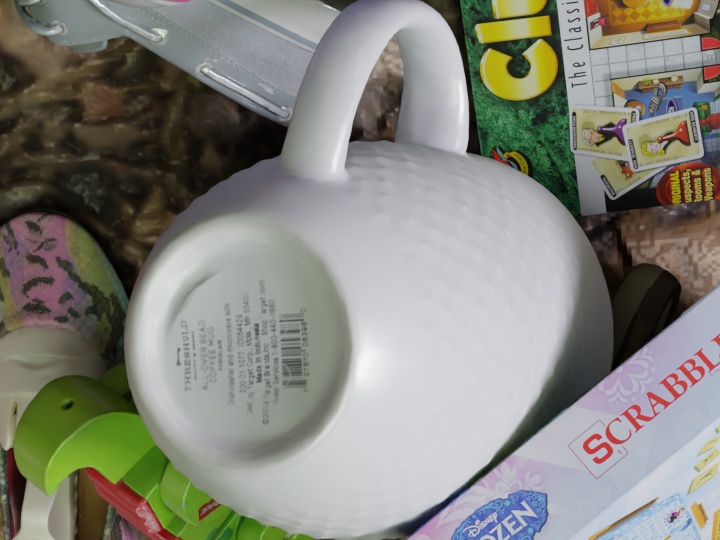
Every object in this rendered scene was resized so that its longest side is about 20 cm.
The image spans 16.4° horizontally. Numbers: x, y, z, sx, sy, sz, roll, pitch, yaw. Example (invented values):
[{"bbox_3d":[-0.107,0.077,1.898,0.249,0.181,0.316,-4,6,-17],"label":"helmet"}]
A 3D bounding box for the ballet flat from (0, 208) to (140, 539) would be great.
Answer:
[{"bbox_3d":[-0.127,0.074,1.040,0.069,0.071,0.201,6,124,9],"label":"ballet flat"}]

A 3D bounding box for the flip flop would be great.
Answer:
[{"bbox_3d":[0.068,0.074,1.045,0.057,0.081,0.200,29,120,3],"label":"flip flop"}]

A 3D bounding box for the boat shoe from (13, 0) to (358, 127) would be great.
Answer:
[{"bbox_3d":[-0.091,-0.109,0.918,0.200,0.070,0.072,25,113,-20],"label":"boat shoe"}]

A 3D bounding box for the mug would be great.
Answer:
[{"bbox_3d":[0.000,0.000,0.907,0.147,0.175,0.201,11,94,24],"label":"mug"}]

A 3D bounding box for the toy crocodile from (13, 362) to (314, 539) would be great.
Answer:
[{"bbox_3d":[-0.071,0.092,1.020,0.062,0.067,0.200,-53,150,-5],"label":"toy crocodile"}]

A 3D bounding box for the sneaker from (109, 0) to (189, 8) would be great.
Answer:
[{"bbox_3d":[-0.125,-0.144,0.754,0.088,0.082,0.200,-10,144,45],"label":"sneaker"}]

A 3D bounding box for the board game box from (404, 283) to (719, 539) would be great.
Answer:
[{"bbox_3d":[0.112,0.085,0.961,0.199,0.041,0.200,-38,159,-5],"label":"board game box"}]

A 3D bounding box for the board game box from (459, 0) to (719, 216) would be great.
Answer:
[{"bbox_3d":[0.088,-0.110,0.950,0.104,0.023,0.201,-6,124,6],"label":"board game box"}]
